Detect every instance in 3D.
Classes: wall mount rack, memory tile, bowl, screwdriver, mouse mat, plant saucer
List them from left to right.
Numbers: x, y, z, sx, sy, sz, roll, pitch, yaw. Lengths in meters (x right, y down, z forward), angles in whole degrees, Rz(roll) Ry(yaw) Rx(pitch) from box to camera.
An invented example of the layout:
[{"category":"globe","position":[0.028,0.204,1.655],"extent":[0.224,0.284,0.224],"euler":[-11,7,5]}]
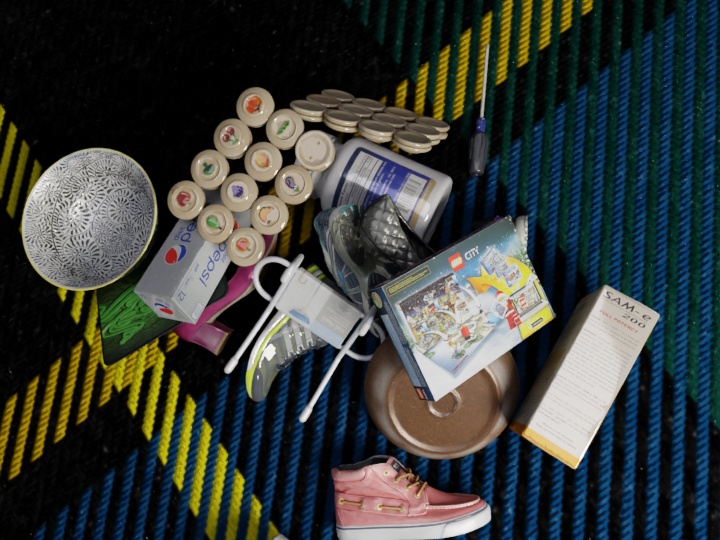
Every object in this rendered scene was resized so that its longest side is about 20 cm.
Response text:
[{"category":"bowl","position":[-0.368,-0.065,0.850],"extent":[0.198,0.094,0.204],"euler":[-1,80,7]},{"category":"mouse mat","position":[-0.285,0.028,0.830],"extent":[0.199,0.008,0.162],"euler":[-31,50,2]},{"category":"memory tile","position":[-0.140,-0.119,0.746],"extent":[0.153,0.017,0.201],"euler":[37,91,7]},{"category":"wall mount rack","position":[-0.073,0.083,0.742],"extent":[0.199,0.075,0.175],"euler":[34,114,-2]},{"category":"memory tile","position":[0.016,-0.207,0.807],"extent":[0.198,0.153,0.017],"euler":[20,120,12]},{"category":"plant saucer","position":[0.102,0.158,0.734],"extent":[0.197,0.037,0.203],"euler":[1,108,4]},{"category":"screwdriver","position":[0.175,-0.235,0.844],"extent":[0.027,0.029,0.203],"euler":[6,85,8]}]

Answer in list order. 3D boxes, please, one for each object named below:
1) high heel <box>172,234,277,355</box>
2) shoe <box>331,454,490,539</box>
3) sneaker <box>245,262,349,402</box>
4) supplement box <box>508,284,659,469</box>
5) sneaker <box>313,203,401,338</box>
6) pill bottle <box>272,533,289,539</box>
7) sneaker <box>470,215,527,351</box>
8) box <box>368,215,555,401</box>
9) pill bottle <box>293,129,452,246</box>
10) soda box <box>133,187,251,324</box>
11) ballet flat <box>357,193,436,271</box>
[{"category":"high heel","position":[-0.195,0.013,0.829],"extent":[0.095,0.067,0.202],"euler":[30,97,2]},{"category":"shoe","position":[0.060,0.282,0.742],"extent":[0.197,0.071,0.092],"euler":[-10,84,10]},{"category":"sneaker","position":[-0.087,0.093,0.799],"extent":[0.080,0.074,0.202],"euler":[30,86,8]},{"category":"supplement box","position":[0.268,0.129,0.718],"extent":[0.073,0.126,0.201],"euler":[30,85,12]},{"category":"sneaker","position":[0.000,0.000,0.781],"extent":[0.077,0.086,0.202],"euler":[-37,120,-30]},{"category":"pill bottle","position":[-0.050,0.423,0.708],"extent":[0.199,0.114,0.115],"euler":[34,85,12]},{"category":"sneaker","position":[0.167,0.023,0.786],"extent":[0.098,0.070,0.203],"euler":[6,78,16]},{"category":"box","position":[0.122,0.039,0.680],"extent":[0.198,0.038,0.138],"euler":[-27,93,-25]},{"category":"pill bottle","position":[0.013,-0.110,0.798],"extent":[0.198,0.120,0.121],"euler":[27,83,11]},{"category":"soda box","position":[-0.217,-0.031,0.797],"extent":[0.067,0.064,0.202],"euler":[7,57,25]},{"category":"ballet flat","position":[0.083,-0.013,0.711],"extent":[0.199,0.067,0.057],"euler":[37,118,-14]}]
